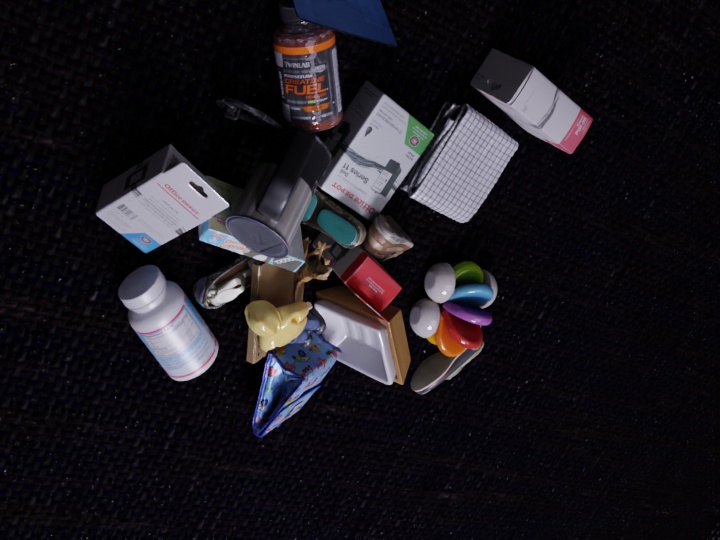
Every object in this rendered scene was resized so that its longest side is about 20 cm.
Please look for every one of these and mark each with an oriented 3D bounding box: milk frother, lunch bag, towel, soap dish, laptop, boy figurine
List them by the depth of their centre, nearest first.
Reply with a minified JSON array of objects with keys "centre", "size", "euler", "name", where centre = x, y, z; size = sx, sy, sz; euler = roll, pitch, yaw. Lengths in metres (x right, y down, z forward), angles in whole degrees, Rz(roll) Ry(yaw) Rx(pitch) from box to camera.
[{"centre":[-0.018,-0.478,1.270],"size":[0.183,0.116,0.205],"euler":[6,106,-32],"name":"laptop"},{"centre":[-0.170,-0.160,1.320],"size":[0.182,0.196,0.191],"euler":[92,20,-64],"name":"milk frother"},{"centre":[-0.143,0.100,1.465],"size":[0.124,0.065,0.199],"euler":[-46,154,16],"name":"boy figurine"},{"centre":[0.185,-0.212,1.572],"size":[0.163,0.086,0.203],"euler":[22,106,-34],"name":"towel"},{"centre":[0.007,0.123,1.599],"size":[0.081,0.197,0.160],"euler":[-39,131,-32],"name":"soap dish"},{"centre":[-0.142,0.234,1.612],"size":[0.150,0.093,0.203],"euler":[-31,152,-56],"name":"lunch bag"}]

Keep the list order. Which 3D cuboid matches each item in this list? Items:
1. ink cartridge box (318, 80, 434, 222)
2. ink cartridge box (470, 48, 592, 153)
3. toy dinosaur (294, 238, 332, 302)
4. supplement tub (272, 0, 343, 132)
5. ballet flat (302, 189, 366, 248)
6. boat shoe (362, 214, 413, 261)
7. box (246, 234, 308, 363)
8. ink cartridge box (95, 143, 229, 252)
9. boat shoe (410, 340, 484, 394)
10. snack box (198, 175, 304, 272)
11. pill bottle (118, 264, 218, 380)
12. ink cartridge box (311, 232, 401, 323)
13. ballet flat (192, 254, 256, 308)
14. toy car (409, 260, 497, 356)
[{"centre":[0.016,-0.212,1.475],"size":[0.145,0.083,0.202],"euler":[28,102,-37],"name":"ink cartridge box"},{"centre":[0.324,-0.321,1.544],"size":[0.198,0.147,0.084],"euler":[27,102,-37],"name":"ink cartridge box"},{"centre":[-0.101,0.000,1.485],"size":[0.059,0.200,0.109],"euler":[18,72,-14],"name":"toy dinosaur"},{"centre":[-0.088,-0.338,1.332],"size":[0.105,0.107,0.204],"euler":[-19,124,-18],"name":"supplement tub"},{"centre":[-0.072,-0.108,1.468],"size":[0.069,0.198,0.075],"euler":[-58,170,17],"name":"ballet flat"},{"centre":[0.046,-0.058,1.547],"size":[0.072,0.076,0.200],"euler":[-43,165,9],"name":"boat shoe"},{"centre":[-0.153,0.051,1.516],"size":[0.163,0.021,0.205],"euler":[-36,139,-54],"name":"box"},{"centre":[-0.310,-0.119,1.298],"size":[0.197,0.068,0.116],"euler":[-23,133,27],"name":"ink cartridge box"},{"centre":[0.197,0.210,1.827],"size":[0.200,0.071,0.063],"euler":[-43,131,-6],"name":"boat shoe"},{"centre":[-0.190,-0.079,1.415],"size":[0.197,0.118,0.037],"euler":[20,136,-35],"name":"snack box"},{"centre":[-0.340,0.092,1.434],"size":[0.107,0.109,0.202],"euler":[-33,127,-8],"name":"pill bottle"},{"centre":[0.000,0.000,1.510],"size":[0.067,0.200,0.116],"euler":[-46,130,4],"name":"ink cartridge box"},{"centre":[-0.211,0.010,1.485],"size":[0.198,0.072,0.073],"euler":[-32,128,-9],"name":"ballet flat"},{"centre":[0.212,0.087,1.710],"size":[0.172,0.150,0.204],"euler":[11,112,-32],"name":"toy car"}]
